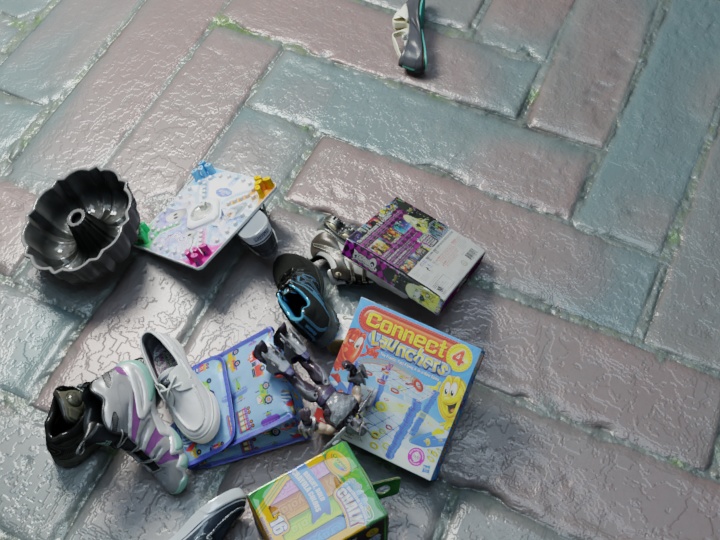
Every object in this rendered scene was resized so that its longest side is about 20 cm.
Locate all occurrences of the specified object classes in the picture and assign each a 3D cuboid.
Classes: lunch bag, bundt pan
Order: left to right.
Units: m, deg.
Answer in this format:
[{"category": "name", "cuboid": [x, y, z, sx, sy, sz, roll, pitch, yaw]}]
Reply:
[{"category": "bundt pan", "cuboid": [-0.446, -0.066, 1.530, 0.197, 0.076, 0.206, -8, 59, 13]}, {"category": "lunch bag", "cuboid": [-0.191, 0.200, 1.388, 0.196, 0.094, 0.153, -22, 59, 4]}]

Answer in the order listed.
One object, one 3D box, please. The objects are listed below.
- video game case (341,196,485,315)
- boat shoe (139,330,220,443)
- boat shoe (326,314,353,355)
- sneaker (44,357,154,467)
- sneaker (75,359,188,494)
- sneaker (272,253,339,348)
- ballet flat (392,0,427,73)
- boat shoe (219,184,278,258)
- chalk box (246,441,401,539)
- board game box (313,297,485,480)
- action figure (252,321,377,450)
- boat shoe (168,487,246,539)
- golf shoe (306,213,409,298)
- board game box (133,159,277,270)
[{"category": "video game case", "cuboid": [0.088, -0.029, 1.483, 0.179, 0.036, 0.200, 32, 33, 10]}, {"category": "boat shoe", "cuboid": [-0.267, 0.162, 1.360, 0.072, 0.068, 0.202, -37, 54, 9]}, {"category": "boat shoe", "cuboid": [0.046, 0.094, 1.448, 0.195, 0.071, 0.071, 5, 59, 5]}, {"category": "sneaker", "cuboid": [-0.379, 0.190, 1.370, 0.076, 0.115, 0.199, 39, 64, 22]}, {"category": "sneaker", "cuboid": [-0.331, 0.238, 1.305, 0.139, 0.077, 0.203, -22, 83, -49]}, {"category": "sneaker", "cuboid": [-0.097, 0.029, 1.461, 0.073, 0.082, 0.201, -45, 44, 9]}, {"category": "ballet flat", "cuboid": [0.094, -0.465, 1.810, 0.071, 0.074, 0.204, 1, 59, 1]}, {"category": "boat shoe", "cuboid": [-0.186, -0.085, 1.568, 0.073, 0.069, 0.199, -38, 39, -9]}, {"category": "chalk box", "cuboid": [-0.038, 0.326, 1.270, 0.197, 0.126, 0.125, -26, 60, -16]}, {"category": "board game box", "cuboid": [0.055, 0.170, 1.361, 0.196, 0.056, 0.200, 22, 87, 15]}, {"category": "action figure", "cuboid": [-0.060, 0.165, 1.308, 0.199, 0.070, 0.130, 41, 57, 10]}, {"category": "boat shoe", "cuboid": [-0.215, 0.392, 1.267, 0.199, 0.071, 0.091, -40, 66, -14]}, {"category": "golf shoe", "cuboid": [0.000, 0.000, 1.520, 0.199, 0.078, 0.095, 37, 86, 20]}, {"category": "board game box", "cuboid": [-0.263, -0.099, 1.553, 0.198, 0.026, 0.201, 17, 57, 41]}]
